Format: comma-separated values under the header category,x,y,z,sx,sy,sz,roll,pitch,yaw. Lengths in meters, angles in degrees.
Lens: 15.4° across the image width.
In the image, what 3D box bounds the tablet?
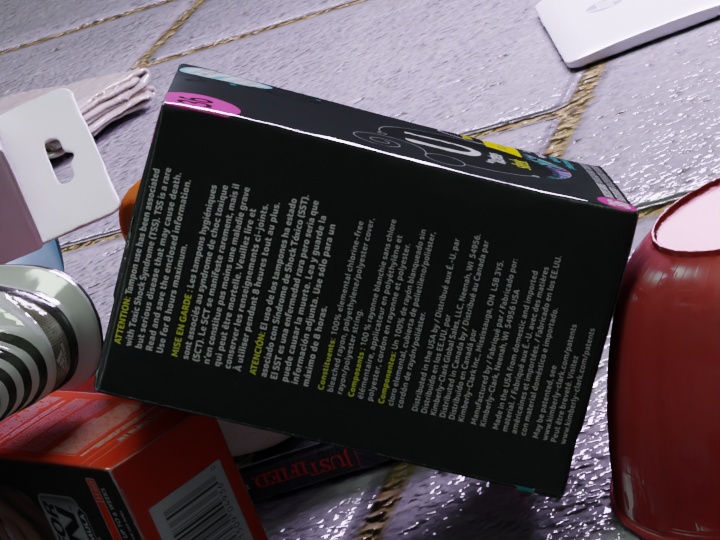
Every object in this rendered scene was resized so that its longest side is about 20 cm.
category,x,y,z,sx,sy,sz,roll,pitch,yaw
tablet,0.193,-0.189,1.877,0.130,0.014,0.200,-20,16,3

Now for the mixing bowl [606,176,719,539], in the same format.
category,x,y,z,sx,sy,sz,roll,pitch,yaw
mixing bowl,0.180,0.019,1.093,0.200,0.109,0.200,-20,18,7

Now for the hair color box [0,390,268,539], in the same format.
category,x,y,z,sx,sy,sz,roll,pitch,yaw
hair color box,-0.127,0.110,1.190,0.061,0.102,0.200,-34,20,-33

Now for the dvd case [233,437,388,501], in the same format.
category,x,y,z,sx,sy,sz,roll,pitch,yaw
dvd case,-0.043,0.077,1.329,0.199,0.022,0.146,-19,17,10

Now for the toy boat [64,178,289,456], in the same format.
category,x,y,z,sx,sy,sz,roll,pitch,yaw
toy boat,-0.080,0.014,1.303,0.130,0.131,0.200,-14,18,24

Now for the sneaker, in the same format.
category,x,y,z,sx,sy,sz,roll,pitch,yaw
sneaker,-0.222,0.037,1.151,0.200,0.076,0.115,0,18,29

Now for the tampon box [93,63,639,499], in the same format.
category,x,y,z,sx,sy,sz,roll,pitch,yaw
tampon box,0.000,0.000,1.140,0.199,0.127,0.150,14,9,-4

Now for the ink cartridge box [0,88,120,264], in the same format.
category,x,y,z,sx,sy,sz,roll,pitch,yaw
ink cartridge box,-0.229,-0.044,1.291,0.200,0.067,0.116,-24,42,-5

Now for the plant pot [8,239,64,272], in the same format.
category,x,y,z,sx,sy,sz,roll,pitch,yaw
plant pot,-0.232,0.049,1.377,0.200,0.200,0.188,-24,29,-8

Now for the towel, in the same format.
category,x,y,z,sx,sy,sz,roll,pitch,yaw
towel,-0.269,-0.116,2.171,0.200,0.035,0.132,-6,21,44
